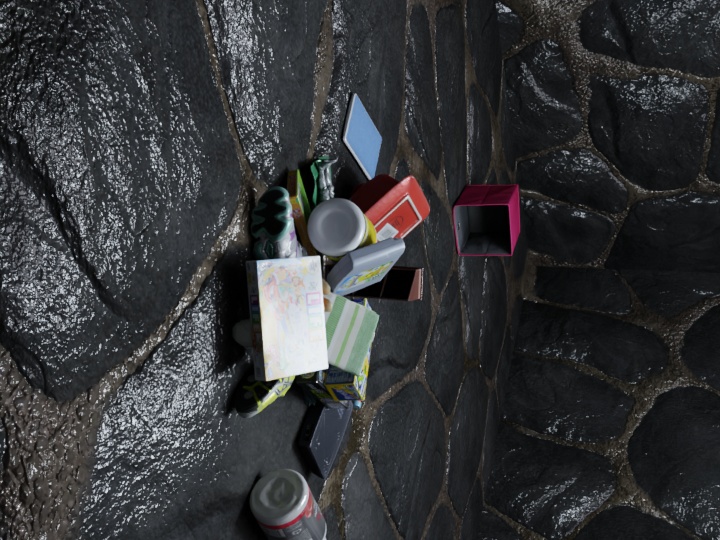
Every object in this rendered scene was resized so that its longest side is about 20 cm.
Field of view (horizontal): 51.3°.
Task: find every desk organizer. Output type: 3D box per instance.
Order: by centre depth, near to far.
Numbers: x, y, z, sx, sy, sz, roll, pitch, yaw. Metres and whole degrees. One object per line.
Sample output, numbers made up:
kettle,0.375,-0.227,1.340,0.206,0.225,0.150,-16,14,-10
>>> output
desk organizer,0.028,0.025,1.627,0.077,0.200,0.072,-5,98,-66

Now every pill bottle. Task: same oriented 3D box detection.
pill bottle,-0.127,0.473,1.408,0.111,0.111,0.200,-66,150,-42
pill bottle,-0.029,-0.068,1.479,0.200,0.112,0.112,38,57,-75

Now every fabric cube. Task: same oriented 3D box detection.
fabric cube,0.453,-0.182,2.663,0.199,0.200,0.197,-56,141,-56

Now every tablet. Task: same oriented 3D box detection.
tablet,0.005,-0.312,1.781,0.200,0.014,0.130,49,48,-59

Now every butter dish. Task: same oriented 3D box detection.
butter dish,0.035,-0.144,1.718,0.199,0.148,0.200,-43,152,-1

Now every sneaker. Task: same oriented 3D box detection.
sneaker,-0.158,0.205,1.350,0.200,0.075,0.077,-52,139,-53
sneaker,-0.141,-0.057,1.377,0.140,0.078,0.200,-22,122,-68

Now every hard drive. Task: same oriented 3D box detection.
hard drive,-0.074,0.330,1.614,0.200,0.042,0.135,-67,150,-43

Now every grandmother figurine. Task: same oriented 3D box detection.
grandmother figurine,-0.139,0.084,1.329,0.200,0.061,0.122,-24,110,-39

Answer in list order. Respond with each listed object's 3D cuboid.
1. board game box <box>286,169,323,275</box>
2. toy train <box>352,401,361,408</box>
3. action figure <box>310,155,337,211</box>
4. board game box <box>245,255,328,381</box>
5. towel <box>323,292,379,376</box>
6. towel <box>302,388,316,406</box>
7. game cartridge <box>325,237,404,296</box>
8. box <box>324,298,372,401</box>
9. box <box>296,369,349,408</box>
board game box,-0.106,-0.089,1.471,0.096,0.030,0.200,-95,169,-52
toy train,-0.014,0.210,1.746,0.150,0.056,0.200,76,22,-61
action figure,-0.071,-0.130,1.565,0.118,0.055,0.200,-45,137,-63
board game box,-0.124,0.078,1.281,0.134,0.034,0.200,-6,93,-41
towel,-0.073,0.101,1.418,0.023,0.200,0.153,120,-6,-51
towel,-0.082,0.169,1.597,0.200,0.022,0.147,-60,148,-48
game cartridge,0.000,0.000,1.474,0.200,0.133,0.041,124,-54,-65
box,-0.019,0.156,1.498,0.070,0.064,0.200,64,27,-48
box,-0.068,0.178,1.517,0.200,0.044,0.161,56,35,-59
